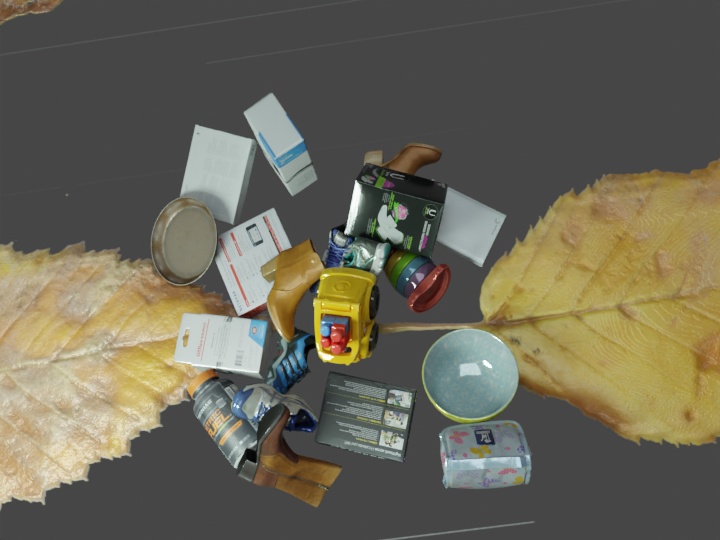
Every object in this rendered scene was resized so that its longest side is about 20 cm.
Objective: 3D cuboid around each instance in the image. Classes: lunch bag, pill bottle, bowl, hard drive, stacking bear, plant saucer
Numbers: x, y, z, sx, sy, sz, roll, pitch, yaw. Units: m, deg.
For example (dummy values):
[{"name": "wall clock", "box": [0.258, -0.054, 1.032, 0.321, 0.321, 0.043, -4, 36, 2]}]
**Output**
[{"name": "lunch bag", "box": [0.240, 0.362, 1.383, 0.164, 0.200, 0.131, -5, 80, 4]}, {"name": "pill bottle", "box": [-0.284, 0.307, 1.502, 0.106, 0.107, 0.200, -40, 72, -9]}, {"name": "bowl", "box": [0.227, 0.235, 1.472, 0.194, 0.109, 0.205, -3, 57, 5]}, {"name": "hard drive", "box": [0.222, -0.111, 1.639, 0.196, 0.027, 0.134, 27, 76, 12]}, {"name": "stacking bear", "box": [0.096, -0.012, 1.575, 0.122, 0.114, 0.200, -45, 63, -2]}, {"name": "plant saucer", "box": [-0.404, -0.068, 1.644, 0.195, 0.032, 0.207, -2, 85, 27]}]

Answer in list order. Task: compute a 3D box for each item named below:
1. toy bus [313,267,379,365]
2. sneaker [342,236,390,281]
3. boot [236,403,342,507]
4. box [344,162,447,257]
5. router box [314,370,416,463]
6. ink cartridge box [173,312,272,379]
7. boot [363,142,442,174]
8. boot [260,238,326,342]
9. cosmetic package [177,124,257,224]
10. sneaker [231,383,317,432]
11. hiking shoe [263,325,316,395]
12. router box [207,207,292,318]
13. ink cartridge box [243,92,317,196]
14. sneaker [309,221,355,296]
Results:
[{"name": "toy bus", "box": [-0.038, 0.125, 1.461, 0.132, 0.205, 0.193, 5, 29, 10]}, {"name": "sneaker", "box": [0.000, 0.000, 1.539, 0.089, 0.203, 0.078, 24, 43, 3]}, {"name": "boot", "box": [-0.123, 0.374, 1.413, 0.196, 0.069, 0.192, 25, 102, -17]}, {"name": "box", "box": [0.081, -0.135, 1.540, 0.194, 0.149, 0.127, 16, 115, 4]}, {"name": "router box", "box": [0.012, 0.310, 1.503, 0.194, 0.051, 0.153, 11, 75, 9]}, {"name": "ink cartridge box", "box": [-0.303, 0.165, 1.571, 0.194, 0.067, 0.119, 6, 72, 6]}, {"name": "boot", "box": [0.098, -0.210, 1.655, 0.194, 0.077, 0.160, -4, 70, 6]}, {"name": "boot", "box": [-0.134, 0.038, 1.535, 0.141, 0.071, 0.205, -25, 63, 11]}, {"name": "cosmetic package", "box": [-0.339, -0.226, 1.679, 0.147, 0.052, 0.206, 15, 95, 8]}, {"name": "sneaker", "box": [-0.169, 0.286, 1.450, 0.087, 0.197, 0.077, 28, 99, 49]}, {"name": "hiking shoe", "box": [-0.153, 0.220, 1.536, 0.084, 0.075, 0.205, 14, 73, 10]}, {"name": "router box", "box": [-0.235, -0.016, 1.635, 0.176, 0.049, 0.204, -25, 71, -4]}, {"name": "ink cartridge box", "box": [-0.181, -0.287, 1.641, 0.083, 0.201, 0.147, -34, 72, -5]}, {"name": "sneaker", "box": [-0.056, -0.036, 1.591, 0.079, 0.116, 0.203, 26, 75, 14]}]
